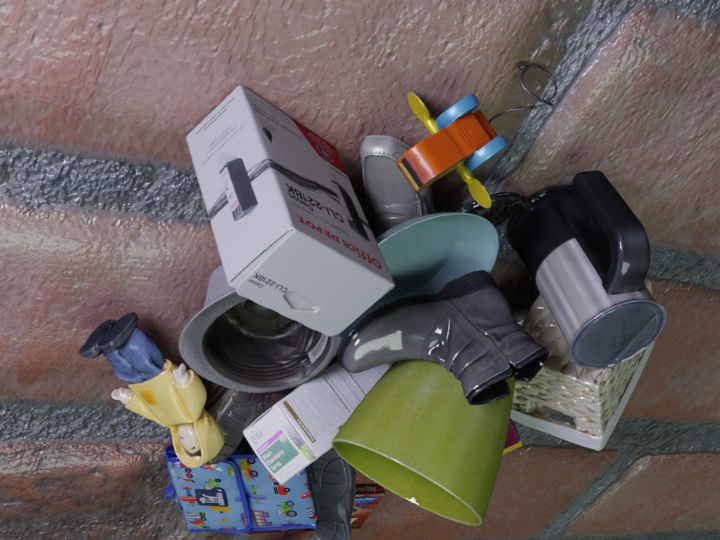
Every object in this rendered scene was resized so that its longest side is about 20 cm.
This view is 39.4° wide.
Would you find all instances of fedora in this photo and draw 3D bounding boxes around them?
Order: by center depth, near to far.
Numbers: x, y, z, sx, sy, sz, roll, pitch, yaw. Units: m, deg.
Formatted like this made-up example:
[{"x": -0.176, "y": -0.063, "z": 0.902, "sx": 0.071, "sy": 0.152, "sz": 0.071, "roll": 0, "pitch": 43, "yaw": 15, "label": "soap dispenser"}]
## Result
[{"x": -0.112, "y": 0.049, "z": 1.121, "sx": 0.177, "sy": 0.091, "sz": 0.200, "roll": -37, "pitch": 136, "yaw": 17, "label": "fedora"}]

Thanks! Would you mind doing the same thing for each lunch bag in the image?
[{"x": -0.167, "y": 0.281, "z": 1.363, "sx": 0.199, "sy": 0.094, "sz": 0.151, "roll": -9, "pitch": 128, "yaw": 1, "label": "lunch bag"}]

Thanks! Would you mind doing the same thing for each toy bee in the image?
[{"x": 0.105, "y": -0.122, "z": 1.016, "sx": 0.199, "sy": 0.131, "sz": 0.109, "roll": -10, "pitch": 165, "yaw": -30, "label": "toy bee"}]

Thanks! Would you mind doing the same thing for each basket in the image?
[{"x": 0.275, "y": 0.096, "z": 1.251, "sx": 0.200, "sy": 0.135, "sz": 0.124, "roll": -55, "pitch": 148, "yaw": -31, "label": "basket"}]

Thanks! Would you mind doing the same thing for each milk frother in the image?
[{"x": 0.213, "y": 0.000, "z": 1.137, "sx": 0.199, "sy": 0.189, "sz": 0.181, "roll": -19, "pitch": 140, "yaw": -3, "label": "milk frother"}]

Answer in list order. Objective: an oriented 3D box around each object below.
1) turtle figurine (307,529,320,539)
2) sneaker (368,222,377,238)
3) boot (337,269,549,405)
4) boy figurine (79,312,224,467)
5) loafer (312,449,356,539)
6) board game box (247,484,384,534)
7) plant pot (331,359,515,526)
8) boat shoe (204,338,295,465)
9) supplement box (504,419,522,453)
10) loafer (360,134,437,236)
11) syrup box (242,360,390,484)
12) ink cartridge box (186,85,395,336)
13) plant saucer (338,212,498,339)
[{"x": -0.079, "y": 0.507, "z": 1.582, "sx": 0.143, "sy": 0.200, "sz": 0.194, "roll": -4, "pitch": 138, "yaw": -36, "label": "turtle figurine"}, {"x": 0.000, "y": 0.000, "z": 1.129, "sx": 0.078, "sy": 0.080, "sz": 0.200, "roll": -27, "pitch": 145, "yaw": -7, "label": "sneaker"}, {"x": 0.086, "y": 0.087, "z": 1.050, "sx": 0.199, "sy": 0.132, "sz": 0.070, "roll": -26, "pitch": 147, "yaw": -9, "label": "boot"}, {"x": -0.229, "y": 0.140, "z": 1.134, "sx": 0.124, "sy": 0.065, "sz": 0.200, "roll": -15, "pitch": 120, "yaw": 33, "label": "boy figurine"}, {"x": -0.039, "y": 0.317, "z": 1.484, "sx": 0.072, "sy": 0.063, "sz": 0.201, "roll": 7, "pitch": 123, "yaw": 14, "label": "loafer"}, {"x": -0.070, "y": 0.371, "z": 1.562, "sx": 0.199, "sy": 0.019, "sz": 0.103, "roll": 5, "pitch": 135, "yaw": -29, "label": "board game box"}, {"x": 0.095, "y": 0.153, "z": 1.136, "sx": 0.200, "sy": 0.187, "sz": 0.187, "roll": -60, "pitch": 144, "yaw": -19, "label": "plant pot"}, {"x": -0.147, "y": 0.144, "z": 1.230, "sx": 0.200, "sy": 0.073, "sz": 0.075, "roll": -45, "pitch": 131, "yaw": -3, "label": "boat shoe"}, {"x": 0.126, "y": 0.161, "z": 1.325, "sx": 0.103, "sy": 0.131, "sz": 0.200, "roll": -25, "pitch": 140, "yaw": 4, "label": "supplement box"}, {"x": 0.044, "y": -0.065, "z": 1.069, "sx": 0.070, "sy": 0.070, "sz": 0.200, "roll": 2, "pitch": 147, "yaw": 25, "label": "loafer"}, {"x": -0.040, "y": 0.168, "z": 1.215, "sx": 0.079, "sy": 0.082, "sz": 0.200, "roll": -43, "pitch": 172, "yaw": 38, "label": "syrup box"}, {"x": -0.068, "y": -0.055, "z": 0.937, "sx": 0.084, "sy": 0.200, "sz": 0.144, "roll": -39, "pitch": 138, "yaw": 21, "label": "ink cartridge box"}, {"x": 0.051, "y": 0.000, "z": 1.065, "sx": 0.200, "sy": 0.039, "sz": 0.201, "roll": -22, "pitch": 146, "yaw": -15, "label": "plant saucer"}]
